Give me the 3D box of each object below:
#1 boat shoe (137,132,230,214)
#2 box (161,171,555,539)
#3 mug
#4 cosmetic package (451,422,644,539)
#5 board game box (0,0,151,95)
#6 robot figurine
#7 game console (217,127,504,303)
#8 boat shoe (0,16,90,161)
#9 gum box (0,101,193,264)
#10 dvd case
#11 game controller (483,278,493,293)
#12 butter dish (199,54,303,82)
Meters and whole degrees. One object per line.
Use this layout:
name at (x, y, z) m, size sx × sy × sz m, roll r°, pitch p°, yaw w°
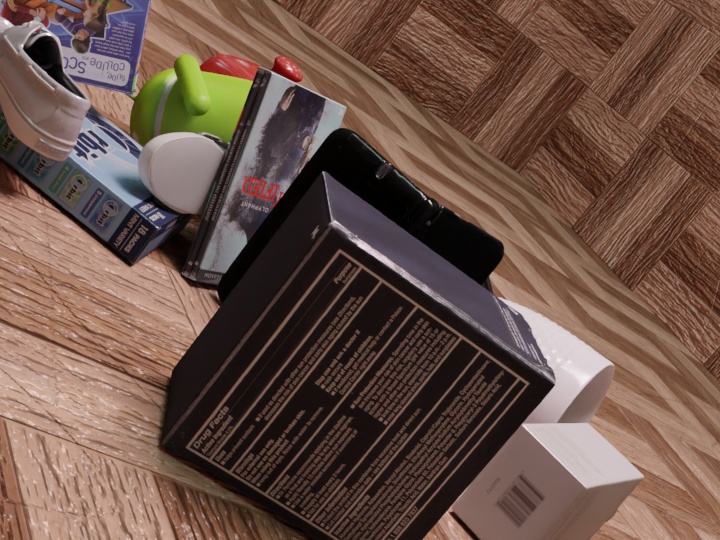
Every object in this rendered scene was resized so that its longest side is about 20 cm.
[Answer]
boat shoe at (-0.149, -0.092, 1.158) m, size 0.063 × 0.071 × 0.199 m, roll 29°, pitch 8°, yaw 27°
box at (-0.005, 0.074, 0.890) m, size 0.198 × 0.201 × 0.123 m, roll 35°, pitch 14°, yaw -18°
mug at (0.141, 0.120, 1.308) m, size 0.175 × 0.149 × 0.199 m, roll 36°, pitch 42°, yaw 23°
cosmetic package at (0.179, 0.207, 1.158) m, size 0.085 × 0.108 × 0.200 m, roll 43°, pitch 12°, yaw 23°
board game box at (-0.297, -0.252, 1.159) m, size 0.198 × 0.137 × 0.034 m, roll 13°, pitch 13°, yaw -8°
robot figurine at (-0.154, -0.147, 1.310) m, size 0.198 × 0.116 × 0.176 m, roll 13°, pitch -34°, yaw 15°
game console at (0.000, 0.000, 1.145) m, size 0.176 × 0.201 × 0.116 m, roll 42°, pitch 13°, yaw 14°
boat shoe at (-0.279, -0.172, 1.052) m, size 0.072 × 0.069 × 0.200 m, roll 26°, pitch 19°, yaw -39°
gum box at (-0.250, -0.100, 1.136) m, size 0.199 × 0.045 × 0.170 m, roll 38°, pitch 13°, yaw -2°
dvd case at (-0.088, -0.079, 1.180) m, size 0.022 × 0.202 × 0.146 m, roll 25°, pitch 5°, yaw 28°
game controller at (0.149, 0.054, 1.493) m, size 0.104 × 0.042 × 0.202 m, roll 18°, pitch 59°, yaw -84°
butter dish at (-0.129, -0.204, 1.576) m, size 0.200 × 0.148 × 0.199 m, roll 48°, pitch 17°, yaw 31°
